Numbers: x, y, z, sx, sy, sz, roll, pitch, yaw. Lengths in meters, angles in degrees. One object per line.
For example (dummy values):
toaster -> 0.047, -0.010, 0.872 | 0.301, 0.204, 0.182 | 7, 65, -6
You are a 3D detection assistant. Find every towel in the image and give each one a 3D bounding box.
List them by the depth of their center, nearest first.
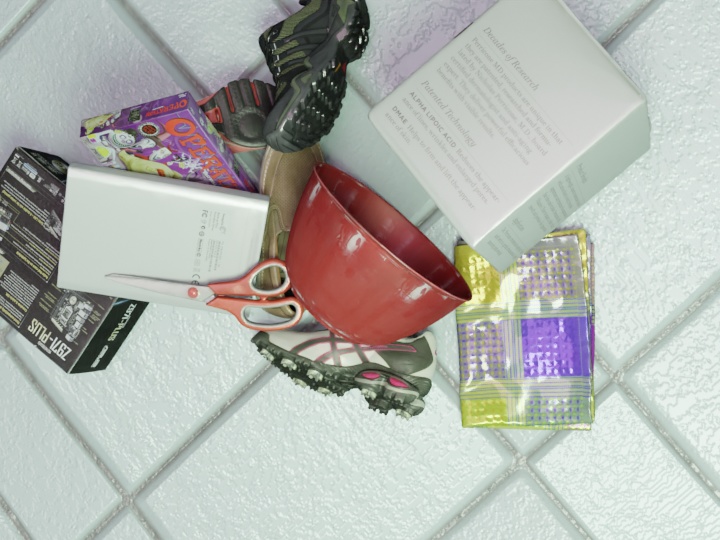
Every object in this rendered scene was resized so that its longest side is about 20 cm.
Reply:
towel -> 0.165, 0.060, 1.114 | 0.142, 0.023, 0.202 | -1, 89, 14

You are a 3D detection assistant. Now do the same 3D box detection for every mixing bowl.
mixing bowl -> 0.000, 0.000, 1.071 | 0.200, 0.200, 0.109 | 43, 102, 12

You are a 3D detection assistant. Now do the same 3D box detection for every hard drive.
hard drive -> -0.201, -0.029, 1.119 | 0.198, 0.027, 0.133 | 9, 114, -8

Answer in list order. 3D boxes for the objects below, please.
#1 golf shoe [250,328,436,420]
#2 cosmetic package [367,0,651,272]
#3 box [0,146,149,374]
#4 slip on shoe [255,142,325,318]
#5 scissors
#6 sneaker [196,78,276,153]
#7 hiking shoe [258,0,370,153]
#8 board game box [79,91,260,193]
golf shoe -> -0.015, 0.087, 1.149 | 0.198, 0.077, 0.089 | 16, 67, 17
cosmetic package -> 0.146, -0.131, 1.038 | 0.200, 0.165, 0.165 | -40, 74, 6
box -> -0.330, -0.011, 1.218 | 0.199, 0.086, 0.164 | 36, 98, 13
slip on shoe -> -0.070, -0.050, 1.145 | 0.075, 0.060, 0.202 | 8, 94, -25
scissors -> -0.158, 0.030, 1.116 | 0.198, 0.014, 0.074 | -5, 100, 0
sneaker -> -0.159, -0.155, 1.185 | 0.198, 0.087, 0.074 | -10, 87, -9
hiking shoe -> -0.065, -0.207, 1.141 | 0.100, 0.076, 0.201 | 13, 62, 25
board game box -> -0.185, -0.098, 1.129 | 0.119, 0.200, 0.033 | -16, 55, 13
